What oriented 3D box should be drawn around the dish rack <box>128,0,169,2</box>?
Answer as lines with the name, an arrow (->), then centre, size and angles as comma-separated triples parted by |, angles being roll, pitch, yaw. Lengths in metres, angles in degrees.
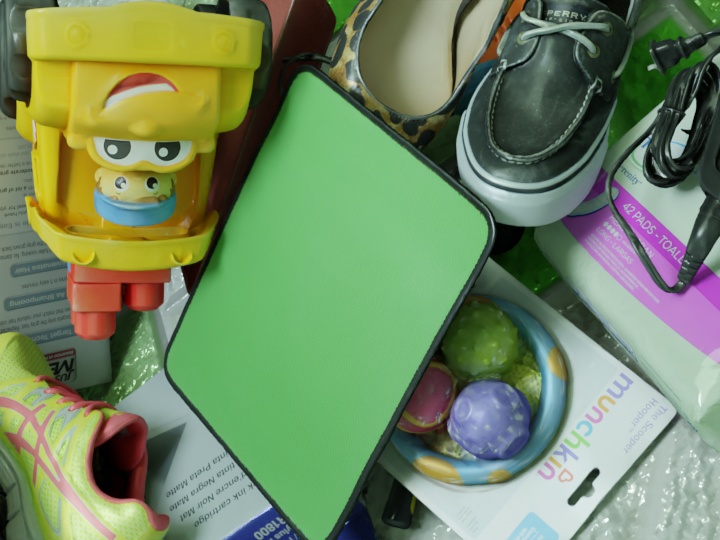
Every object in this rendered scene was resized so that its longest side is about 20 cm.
dish rack -> -0.197, -0.109, 1.014 | 0.200, 0.044, 0.172 | -41, 42, 8

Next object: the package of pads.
package of pads -> 0.195, -0.032, 0.621 | 0.200, 0.068, 0.155 | -41, 44, 6

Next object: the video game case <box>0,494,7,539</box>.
video game case -> -0.227, 0.144, 0.752 | 0.045, 0.181, 0.200 | -23, 41, -13

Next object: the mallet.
mallet -> 0.048, 0.039, 0.714 | 0.041, 0.066, 0.200 | 14, 83, 15

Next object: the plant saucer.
plant saucer -> -0.072, -0.105, 0.836 | 0.200, 0.037, 0.200 | -121, 49, -63

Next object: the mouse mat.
mouse mat -> -0.025, 0.017, 0.664 | 0.161, 0.008, 0.200 | 43, 116, 35

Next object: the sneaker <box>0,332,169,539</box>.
sneaker -> -0.160, 0.100, 0.752 | 0.090, 0.078, 0.200 | -41, 52, 8

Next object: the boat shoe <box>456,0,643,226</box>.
boat shoe -> 0.095, -0.107, 0.652 | 0.072, 0.071, 0.200 | 13, 48, 12

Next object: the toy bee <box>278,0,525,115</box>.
toy bee -> 0.050, -0.122, 0.777 | 0.200, 0.109, 0.131 | 2, 75, -6

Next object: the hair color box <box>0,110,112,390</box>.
hair color box -> -0.219, -0.019, 0.849 | 0.061, 0.099, 0.200 | 8, 104, 41

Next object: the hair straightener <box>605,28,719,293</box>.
hair straightener -> 0.166, -0.082, 0.608 | 0.077, 0.041, 0.200 | 13, 73, 43

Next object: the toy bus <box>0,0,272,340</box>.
toy bus -> -0.129, -0.055, 0.722 | 0.200, 0.136, 0.192 | -161, 74, -73

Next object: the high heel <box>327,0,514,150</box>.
high heel -> 0.038, -0.122, 0.639 | 0.200, 0.071, 0.143 | -60, 7, -4

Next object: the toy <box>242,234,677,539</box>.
toy -> 0.038, 0.045, 0.651 | 0.200, 0.047, 0.115 | 40, 91, 26

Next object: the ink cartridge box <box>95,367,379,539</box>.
ink cartridge box -> -0.096, 0.139, 0.751 | 0.200, 0.041, 0.200 | -37, 43, 11
